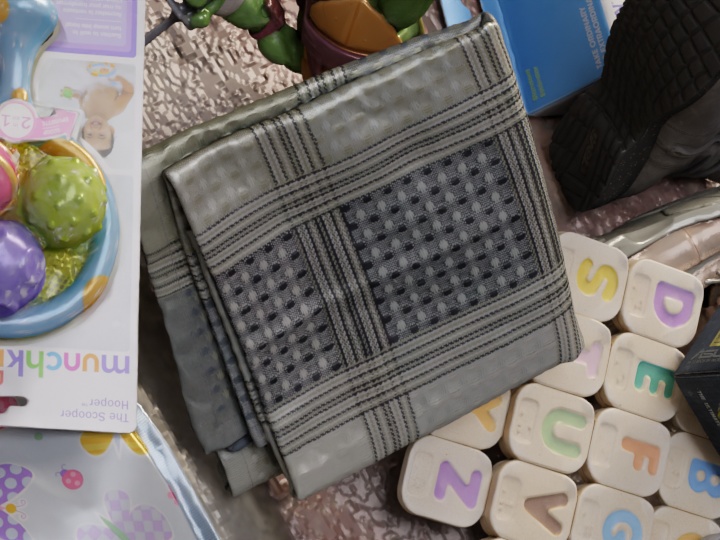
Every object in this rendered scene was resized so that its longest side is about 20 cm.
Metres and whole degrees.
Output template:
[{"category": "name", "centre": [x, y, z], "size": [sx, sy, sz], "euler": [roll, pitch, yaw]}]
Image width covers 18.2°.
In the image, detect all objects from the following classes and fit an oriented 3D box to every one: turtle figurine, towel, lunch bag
[{"category": "turtle figurine", "centre": [-0.015, -0.110, 1.073], "size": [0.199, 0.195, 0.144], "euler": [-11, 47, -37]}, {"category": "towel", "centre": [0.000, 0.000, 1.047], "size": [0.199, 0.035, 0.194], "euler": [-23, 120, -10]}, {"category": "lunch bag", "centre": [-0.144, 0.150, 0.948], "size": [0.169, 0.127, 0.201], "euler": [-33, 98, -32]}]

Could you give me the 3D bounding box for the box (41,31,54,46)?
[{"category": "box", "centre": [-0.206, -0.192, 1.049], "size": [0.196, 0.124, 0.201], "euler": [38, 58, -13]}]

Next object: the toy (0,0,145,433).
[{"category": "toy", "centre": [-0.144, -0.038, 0.927], "size": [0.114, 0.047, 0.202], "euler": [3, 72, -14]}]

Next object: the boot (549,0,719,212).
[{"category": "boot", "centre": [0.193, -0.108, 1.199], "size": [0.131, 0.200, 0.070], "euler": [-12, 69, -29]}]

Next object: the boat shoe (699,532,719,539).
[{"category": "boat shoe", "centre": [0.218, 0.230, 1.143], "size": [0.071, 0.068, 0.202], "euler": [-2, 77, -33]}]

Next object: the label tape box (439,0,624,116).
[{"category": "label tape box", "centre": [0.140, -0.168, 1.270], "size": [0.199, 0.066, 0.144], "euler": [-5, 73, -32]}]

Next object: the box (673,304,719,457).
[{"category": "box", "centre": [0.263, 0.076, 1.212], "size": [0.158, 0.051, 0.201], "euler": [-50, 120, -35]}]

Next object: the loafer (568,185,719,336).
[{"category": "loafer", "centre": [0.164, 0.000, 1.223], "size": [0.199, 0.072, 0.063], "euler": [-19, 97, -27]}]

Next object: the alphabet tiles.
[{"category": "alphabet tiles", "centre": [0.115, 0.087, 1.148], "size": [0.194, 0.015, 0.202], "euler": [19, 78, -25]}]
